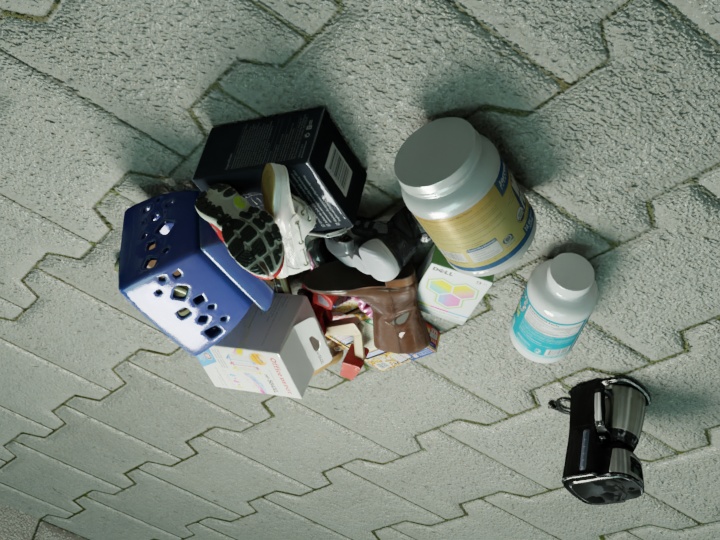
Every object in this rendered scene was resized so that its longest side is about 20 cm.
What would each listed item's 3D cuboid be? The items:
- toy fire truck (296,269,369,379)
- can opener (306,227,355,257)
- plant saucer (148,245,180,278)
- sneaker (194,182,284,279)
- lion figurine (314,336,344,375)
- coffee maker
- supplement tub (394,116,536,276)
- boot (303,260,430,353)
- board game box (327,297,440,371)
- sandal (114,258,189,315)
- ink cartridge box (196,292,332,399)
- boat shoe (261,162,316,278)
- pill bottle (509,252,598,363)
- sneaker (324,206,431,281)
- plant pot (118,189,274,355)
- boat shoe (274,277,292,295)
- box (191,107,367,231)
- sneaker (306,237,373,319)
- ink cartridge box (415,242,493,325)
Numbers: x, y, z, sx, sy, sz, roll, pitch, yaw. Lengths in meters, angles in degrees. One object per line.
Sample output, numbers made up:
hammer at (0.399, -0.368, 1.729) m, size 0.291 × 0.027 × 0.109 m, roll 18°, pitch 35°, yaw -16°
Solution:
toy fire truck at (-0.046, 0.093, 1.858) m, size 0.141 × 0.049 × 0.200 m, roll 23°, pitch 140°, yaw 6°
can opener at (-0.080, -0.055, 1.661) m, size 0.200 × 0.053 × 0.067 m, roll 8°, pitch 117°, yaw 53°
plant saucer at (-0.319, -0.032, 1.883) m, size 0.199 × 0.032 × 0.200 m, roll 10°, pitch 148°, yaw 6°
sneaker at (-0.154, -0.048, 1.497) m, size 0.077 × 0.200 × 0.085 m, roll -37°, pitch 138°, yaw -5°
lion figurine at (-0.089, 0.173, 2.057) m, size 0.200 × 0.073 × 0.122 m, roll -18°, pitch 169°, yaw 30°
coffee maker at (0.430, 0.317, 1.956) m, size 0.134 × 0.200 × 0.192 m, roll 26°, pitch 145°, yaw -16°
supplement tub at (0.145, -0.101, 1.497) m, size 0.144 × 0.145 × 0.200 m, roll -8°, pitch 141°, yaw 31°
boot at (0.014, 0.070, 1.760) m, size 0.186 × 0.064 × 0.200 m, roll -1°, pitch 140°, yaw 10°
board game box at (0.020, 0.101, 1.934) m, size 0.200 × 0.046 × 0.151 m, roll 35°, pitch 142°, yaw -28°
sandal at (-0.374, 0.046, 1.993) m, size 0.201 × 0.057 × 0.080 m, roll 34°, pitch 142°, yaw -27°
ink cartridge box at (-0.158, 0.121, 1.809) m, size 0.199 × 0.125 × 0.129 m, roll 5°, pitch 141°, yaw 26°
boat shoe at (-0.097, -0.074, 1.517) m, size 0.069 × 0.071 × 0.200 m, roll -11°, pitch 138°, yaw -9°
pill bottle at (0.307, 0.055, 1.698) m, size 0.110 × 0.111 × 0.200 m, roll 14°, pitch 146°, yaw 1°
sneaker at (0.025, -0.056, 1.674) m, size 0.200 × 0.114 × 0.076 m, roll 31°, pitch 148°, yaw 48°
plant pot at (-0.250, -0.016, 1.714) m, size 0.179 × 0.200 × 0.200 m, roll -26°, pitch 132°, yaw 16°
boat shoe at (-0.159, 0.050, 1.873) m, size 0.072 × 0.072 × 0.200 m, roll -12°, pitch 163°, yaw -12°
box at (-0.116, -0.137, 1.579) m, size 0.199 × 0.107 × 0.149 m, roll -6°, pitch 142°, yaw 27°
sneaker at (0.000, 0.000, 1.772) m, size 0.095 × 0.079 × 0.200 m, roll -28°, pitch 130°, yaw 37°
ink cartridge box at (0.153, 0.005, 1.727) m, size 0.104 × 0.059 × 0.200 m, roll 18°, pitch 147°, yaw -6°
